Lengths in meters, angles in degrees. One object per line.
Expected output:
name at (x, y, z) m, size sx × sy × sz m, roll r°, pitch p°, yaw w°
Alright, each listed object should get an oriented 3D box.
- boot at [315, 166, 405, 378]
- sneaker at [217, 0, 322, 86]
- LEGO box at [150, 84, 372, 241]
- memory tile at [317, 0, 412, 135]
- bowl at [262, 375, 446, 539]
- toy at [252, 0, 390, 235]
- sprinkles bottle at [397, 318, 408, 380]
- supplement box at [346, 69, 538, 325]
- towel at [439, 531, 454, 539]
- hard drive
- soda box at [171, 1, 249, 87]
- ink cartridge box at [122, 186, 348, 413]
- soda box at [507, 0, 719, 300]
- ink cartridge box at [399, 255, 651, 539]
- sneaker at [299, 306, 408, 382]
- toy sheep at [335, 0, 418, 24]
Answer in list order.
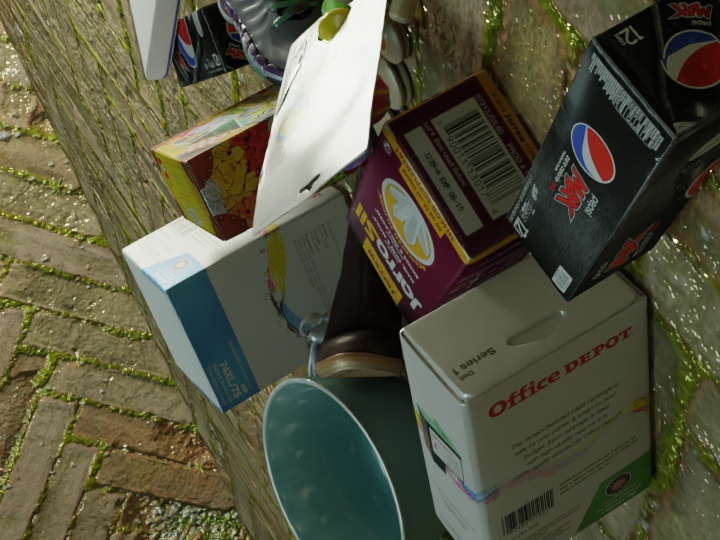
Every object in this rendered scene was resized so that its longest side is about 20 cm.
boot at (0.000, 0.000, 1.183) m, size 0.200 × 0.071 × 0.168 m, roll -16°, pitch -76°, yaw -84°
sneaker at (-0.071, -0.216, 1.153) m, size 0.200 × 0.074 × 0.088 m, roll 47°, pitch 154°, yaw 47°
LEGO box at (-0.092, -0.103, 1.298) m, size 0.078 × 0.148 × 0.200 m, roll 64°, pitch 168°, yaw -14°
memory tile at (-0.017, -0.199, 1.170) m, size 0.200 × 0.017 × 0.154 m, roll 52°, pitch 162°, yaw 31°
bowl at (0.014, 0.170, 1.254) m, size 0.200 × 0.104 × 0.203 m, roll 34°, pitch 134°, yaw 44°
toy at (-0.013, -0.115, 1.012) m, size 0.047 × 0.115 × 0.201 m, roll 31°, pitch -137°, yaw -29°
sprinkles bottle at (0.079, 0.078, 1.233) m, size 0.069 × 0.068 × 0.200 m, roll 66°, pitch 164°, yaw -16°
supplement box at (0.062, -0.043, 1.047) m, size 0.111 × 0.085 × 0.200 m, roll 59°, pitch 164°, yaw 10°
towel at (0.088, 0.214, 1.371) m, size 0.143 × 0.023 × 0.200 m, roll 19°, pitch -159°, yaw -42°
hard drive at (-0.212, -0.309, 1.442) m, size 0.132 × 0.025 × 0.202 m, roll 113°, pitch 146°, yaw -57°
soda box at (-0.134, -0.222, 1.400) m, size 0.064 × 0.070 × 0.200 m, roll 69°, pitch 163°, yaw -9°
ink cartridge box at (-0.104, 0.010, 1.457) m, size 0.147 × 0.199 × 0.147 m, roll 34°, pitch 150°, yaw 59°
soda box at (0.140, -0.061, 0.764) m, size 0.064 × 0.070 × 0.200 m, roll 55°, pitch 162°, yaw 15°
ink cartridge box at (0.117, 0.096, 0.994) m, size 0.084 × 0.144 × 0.201 m, roll 47°, pitch 158°, yaw 42°
sneaker at (0.020, 0.103, 1.375) m, size 0.202 × 0.114 × 0.075 m, roll 67°, pitch 164°, yaw -17°
toy sheep at (-0.005, -0.227, 0.870) m, size 0.199 × 0.138 × 0.139 m, roll 26°, pitch 143°, yaw 44°
